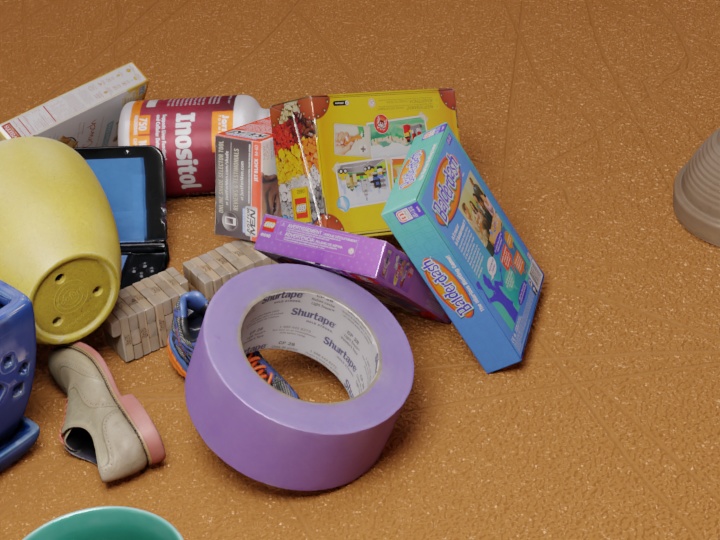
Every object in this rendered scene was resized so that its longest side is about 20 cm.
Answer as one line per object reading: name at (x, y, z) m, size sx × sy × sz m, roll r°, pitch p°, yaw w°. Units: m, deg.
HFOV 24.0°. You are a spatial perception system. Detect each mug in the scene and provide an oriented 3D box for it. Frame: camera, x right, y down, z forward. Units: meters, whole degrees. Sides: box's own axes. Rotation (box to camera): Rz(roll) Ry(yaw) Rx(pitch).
mug at (-0.214, 0.275, 1.337) m, size 0.183 × 0.115 × 0.152 m, roll 14°, pitch 38°, yaw 29°

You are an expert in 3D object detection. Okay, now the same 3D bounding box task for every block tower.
block tower at (-0.180, 0.029, 1.763) m, size 0.198 × 0.058 × 0.054 m, roll -22°, pitch 36°, yaw -26°

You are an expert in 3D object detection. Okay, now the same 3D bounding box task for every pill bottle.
pill bottle at (-0.175, -0.146, 1.974) m, size 0.197 × 0.114 × 0.113 m, roll -4°, pitch 33°, yaw 5°

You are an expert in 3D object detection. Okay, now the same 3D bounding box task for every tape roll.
tape roll at (-0.056, 0.095, 1.545) m, size 0.198 × 0.085 × 0.201 m, roll 12°, pitch 43°, yaw -11°

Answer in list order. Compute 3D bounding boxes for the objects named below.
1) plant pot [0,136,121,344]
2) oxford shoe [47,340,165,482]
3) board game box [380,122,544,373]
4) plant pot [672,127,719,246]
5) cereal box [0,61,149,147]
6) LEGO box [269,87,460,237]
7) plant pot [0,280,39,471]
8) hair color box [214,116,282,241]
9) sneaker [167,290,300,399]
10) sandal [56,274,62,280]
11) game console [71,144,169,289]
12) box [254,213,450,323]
plant pot at (-0.311, -0.009, 1.655) m, size 0.199 × 0.202 × 0.142 m, roll -25°, pitch 44°, yaw -26°
oxford shoe at (-0.261, 0.131, 1.610) m, size 0.074 × 0.071 × 0.200 m, roll -29°, pitch 37°, yaw -21°
board game box at (0.104, -0.023, 1.666) m, size 0.045 × 0.201 × 0.153 m, roll -22°, pitch 24°, yaw 28°
plant pot at (0.439, -0.109, 1.835) m, size 0.198 × 0.094 × 0.202 m, roll -4°, pitch 34°, yaw 2°
cereal box at (-0.347, -0.154, 1.992) m, size 0.199 × 0.144 × 0.040 m, roll -32°, pitch 72°, yaw -32°
LEGO box at (0.012, -0.111, 1.794) m, size 0.198 × 0.151 × 0.077 m, roll -7°, pitch 1°, yaw -37°
plant pot at (-0.419, 0.112, 1.560) m, size 0.199 × 0.181 × 0.199 m, roll 22°, pitch 42°, yaw 37°
hair color box at (-0.084, -0.110, 1.857) m, size 0.063 × 0.112 × 0.200 m, roll 10°, pitch 19°, yaw 27°
sneaker at (-0.128, 0.090, 1.633) m, size 0.075 × 0.079 × 0.199 m, roll -29°, pitch 45°, yaw -29°
sandal at (-0.373, 0.019, 1.768) m, size 0.199 × 0.076 × 0.048 m, roll -34°, pitch 48°, yaw -16°
game console at (-0.315, -0.040, 1.832) m, size 0.197 × 0.120 × 0.173 m, roll -2°, pitch 33°, yaw 7°
box at (0.000, 0.000, 1.672) m, size 0.136 × 0.200 × 0.040 m, roll 14°, pitch 82°, yaw 26°
